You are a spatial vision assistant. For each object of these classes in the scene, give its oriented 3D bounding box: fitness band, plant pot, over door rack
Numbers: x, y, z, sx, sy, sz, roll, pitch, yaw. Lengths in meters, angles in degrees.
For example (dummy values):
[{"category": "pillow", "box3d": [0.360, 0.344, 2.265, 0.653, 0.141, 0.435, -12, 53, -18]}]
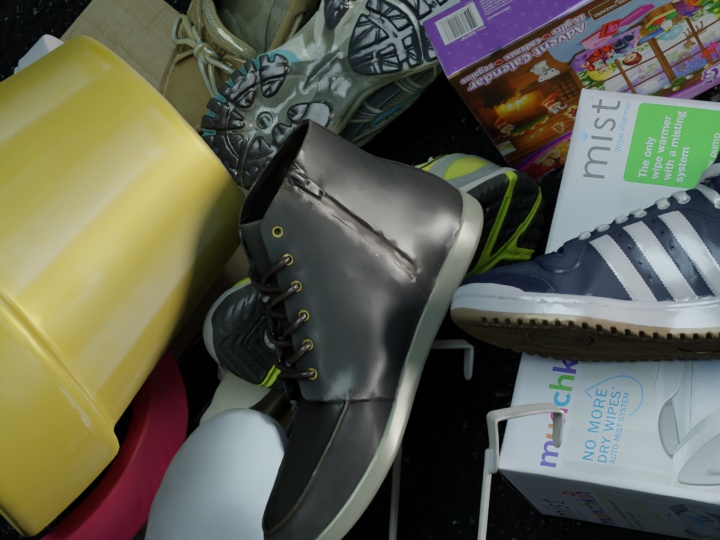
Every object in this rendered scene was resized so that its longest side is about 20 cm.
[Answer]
[{"category": "fitness band", "box3d": [-0.167, 0.110, 1.351, 0.200, 0.037, 0.144, -42, 40, 20]}, {"category": "plant pot", "box3d": [-0.162, -0.006, 1.259, 0.189, 0.201, 0.201, -45, 61, -10]}, {"category": "over door rack", "box3d": [0.021, 0.137, 1.220, 0.066, 0.148, 0.201, 12, 99, -18]}]

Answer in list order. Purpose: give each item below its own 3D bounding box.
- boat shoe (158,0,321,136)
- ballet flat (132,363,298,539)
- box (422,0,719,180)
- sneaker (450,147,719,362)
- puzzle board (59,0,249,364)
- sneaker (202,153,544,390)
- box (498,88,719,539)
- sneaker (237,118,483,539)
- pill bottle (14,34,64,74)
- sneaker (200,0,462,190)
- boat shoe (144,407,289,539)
[{"category": "boat shoe", "box3d": [-0.054, -0.146, 1.378, 0.201, 0.063, 0.073, -47, 70, 27]}, {"category": "ballet flat", "box3d": [-0.077, 0.100, 1.342, 0.073, 0.073, 0.200, 37, 86, 28]}, {"category": "box", "box3d": [0.144, -0.128, 1.308, 0.199, 0.137, 0.039, -28, 62, 9]}, {"category": "sneaker", "box3d": [0.142, -0.017, 1.194, 0.198, 0.070, 0.109, 0, 76, 12]}, {"category": "puzzle board", "box3d": [-0.117, -0.061, 1.450, 0.200, 0.017, 0.151, 40, 88, 29]}, {"category": "sneaker", "box3d": [0.000, 0.000, 1.326, 0.199, 0.076, 0.076, -25, 32, -29]}, {"category": "box", "box3d": [0.178, 0.027, 1.260, 0.175, 0.097, 0.201, 9, 74, 21]}, {"category": "sneaker", "box3d": [-0.028, 0.034, 1.232, 0.075, 0.106, 0.201, -6, 60, 67]}, {"category": "pill bottle", "box3d": [-0.202, -0.025, 1.398, 0.200, 0.112, 0.112, -48, 61, 8]}, {"category": "sneaker", "box3d": [0.006, -0.116, 1.361, 0.199, 0.086, 0.078, -35, 77, 10]}, {"category": "boat shoe", "box3d": [-0.067, 0.169, 1.293, 0.071, 0.066, 0.202, 6, 88, 19]}]
